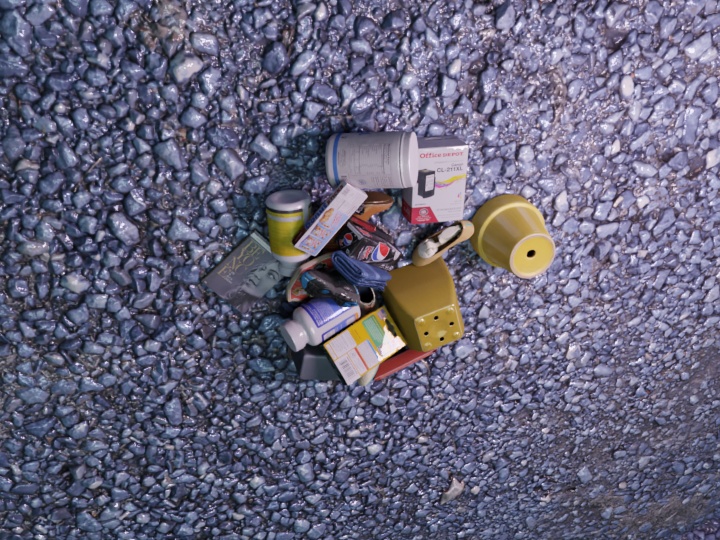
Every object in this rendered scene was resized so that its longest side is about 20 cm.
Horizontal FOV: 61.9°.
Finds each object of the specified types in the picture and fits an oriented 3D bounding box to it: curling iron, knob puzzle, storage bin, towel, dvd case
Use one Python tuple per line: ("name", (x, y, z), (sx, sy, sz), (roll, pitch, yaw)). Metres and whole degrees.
("curling iron", (0.029, -0.115, 1.503), (0.050, 0.026, 0.200), (-39, 142, 12))
("knob puzzle", (-0.109, 0.022, 1.543), (0.219, 0.030, 0.220), (-31, 159, -14))
("storage bin", (-0.095, 0.225, 1.665), (0.199, 0.134, 0.146), (4, 117, -18))
("towel", (0.000, 0.000, 1.515), (0.049, 0.112, 0.200), (-53, 160, 12))
("dvd case", (-0.290, 0.006, 1.564), (0.200, 0.016, 0.149), (-42, 119, 9))

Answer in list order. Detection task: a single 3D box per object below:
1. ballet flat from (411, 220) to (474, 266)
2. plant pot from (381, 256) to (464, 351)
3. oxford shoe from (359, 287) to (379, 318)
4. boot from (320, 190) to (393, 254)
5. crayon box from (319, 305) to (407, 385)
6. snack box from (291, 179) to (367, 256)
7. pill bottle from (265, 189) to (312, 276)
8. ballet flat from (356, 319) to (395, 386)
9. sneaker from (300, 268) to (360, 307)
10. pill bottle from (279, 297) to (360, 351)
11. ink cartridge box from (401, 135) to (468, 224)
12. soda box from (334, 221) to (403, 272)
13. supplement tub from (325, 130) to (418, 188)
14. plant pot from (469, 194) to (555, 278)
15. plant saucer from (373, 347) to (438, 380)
("ballet flat", (0.206, -0.078, 1.594), (0.200, 0.069, 0.063), (-34, 157, 25))
("plant pot", (0.181, 0.108, 1.635), (0.194, 0.200, 0.196), (-20, 122, -3))
("oxford shoe", (0.014, 0.091, 1.654), (0.071, 0.074, 0.200), (-25, 122, -3))
("boot", (-0.012, -0.117, 1.547), (0.199, 0.074, 0.155), (-11, 128, -11))
("crayon box", (0.009, 0.199, 1.600), (0.200, 0.052, 0.126), (-32, 91, -19))
("snack box", (-0.074, -0.121, 1.411), (0.072, 0.024, 0.200), (25, 115, -43))
("pill bottle", (-0.171, -0.090, 1.487), (0.112, 0.112, 0.201), (-7, 119, -11))
("ballet flat", (0.029, 0.221, 1.661), (0.062, 0.067, 0.200), (41, 67, -35))
("sneaker", (-0.076, 0.029, 1.499), (0.073, 0.082, 0.200), (-14, 153, 33))
("pill bottle", (-0.109, 0.128, 1.588), (0.200, 0.112, 0.112), (-30, 123, -21))
("ink cartridge box", (0.186, -0.229, 1.522), (0.145, 0.083, 0.201), (-7, 119, -11))
("soda box", (0.025, -0.057, 1.531), (0.063, 0.071, 0.200), (-52, 147, 13))
("supplement tub", (0.028, -0.257, 1.401), (0.199, 0.132, 0.132), (1, 120, 14))
("plant pot", (0.417, -0.080, 1.602), (0.200, 0.189, 0.201), (-6, 118, -11))
("plant saucer", (0.125, 0.259, 1.736), (0.199, 0.200, 0.037), (-26, 78, 1))
